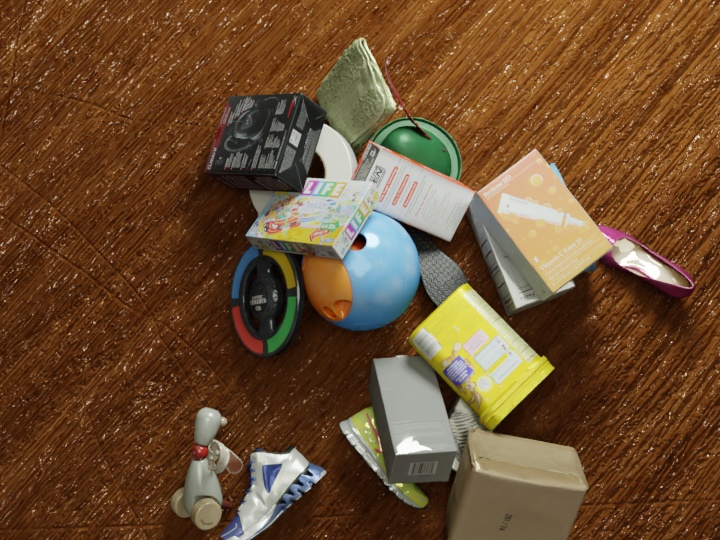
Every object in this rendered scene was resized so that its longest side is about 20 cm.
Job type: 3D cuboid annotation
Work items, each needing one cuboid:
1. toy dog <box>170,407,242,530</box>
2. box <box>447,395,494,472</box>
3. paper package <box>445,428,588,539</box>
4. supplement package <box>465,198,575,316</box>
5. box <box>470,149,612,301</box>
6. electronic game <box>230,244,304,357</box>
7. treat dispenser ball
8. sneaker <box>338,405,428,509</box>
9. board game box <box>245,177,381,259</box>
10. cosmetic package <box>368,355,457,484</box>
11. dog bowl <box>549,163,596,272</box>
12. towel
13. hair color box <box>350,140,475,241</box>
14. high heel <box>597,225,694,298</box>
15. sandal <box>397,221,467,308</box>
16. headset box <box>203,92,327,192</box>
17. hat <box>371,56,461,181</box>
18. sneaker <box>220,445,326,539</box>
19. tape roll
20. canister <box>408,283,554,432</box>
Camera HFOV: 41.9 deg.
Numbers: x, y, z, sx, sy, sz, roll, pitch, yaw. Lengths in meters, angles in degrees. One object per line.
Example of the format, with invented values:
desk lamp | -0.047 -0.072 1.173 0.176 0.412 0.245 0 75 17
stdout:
toy dog | -0.243 0.336 1.570 0.132 0.096 0.201 44 118 43
box | 0.195 0.244 1.595 0.082 0.068 0.201 28 83 6
paper package | 0.242 0.371 1.501 0.189 0.104 0.201 11 120 -2
supplement package | 0.272 -0.038 1.616 0.113 0.110 0.201 -20 81 -2
box | 0.288 -0.071 1.516 0.124 0.098 0.200 -36 82 -5
electronic game | -0.160 0.046 1.586 0.041 0.199 0.202 2 78 -42
treat dispenser ball | 0.000 0.000 1.568 0.199 0.201 0.203 0 81 1
sneaker | 0.056 0.311 1.583 0.090 0.078 0.200 -39 82 -7
board game box | -0.079 -0.088 1.526 0.199 0.034 0.135 7 56 41
cosmetic package | 0.081 0.239 1.535 0.106 0.091 0.201 -1 42 -10
dog bowl | 0.347 -0.084 1.624 0.049 0.111 0.201 -22 82 6
towel | -0.013 -0.295 1.623 0.036 0.200 0.149 -18 79 -30
hair color box | 0.085 -0.133 1.600 0.199 0.061 0.102 22 102 -27
high heel | 0.481 -0.019 1.617 0.200 0.096 0.067 41 84 6
sandal | 0.124 -0.006 1.653 0.075 0.045 0.201 -31 68 -9
headset box | -0.170 -0.217 1.602 0.199 0.077 0.150 5 73 41
hat | 0.085 -0.215 1.610 0.199 0.176 0.166 32 81 6
sneaker | -0.166 0.366 1.583 0.199 0.081 0.115 -40 79 -12
tape roll | -0.102 -0.162 1.645 0.201 0.037 0.204 -2 83 20
canister | 0.194 0.139 1.536 0.148 0.087 0.200 -43 77 -4
